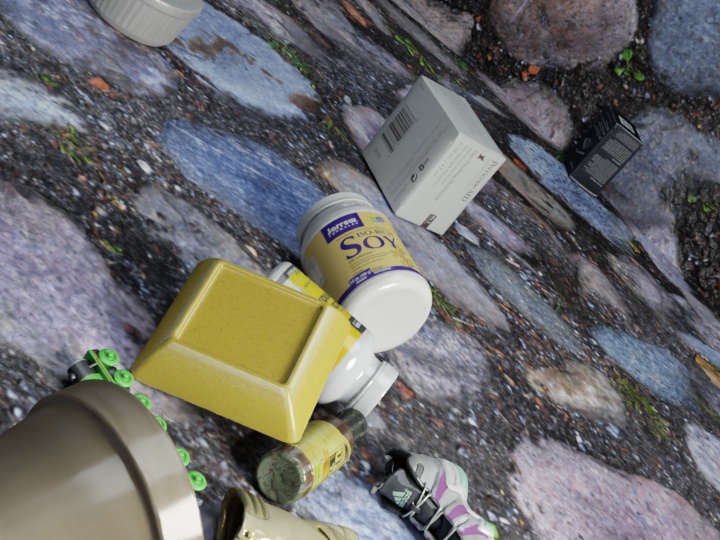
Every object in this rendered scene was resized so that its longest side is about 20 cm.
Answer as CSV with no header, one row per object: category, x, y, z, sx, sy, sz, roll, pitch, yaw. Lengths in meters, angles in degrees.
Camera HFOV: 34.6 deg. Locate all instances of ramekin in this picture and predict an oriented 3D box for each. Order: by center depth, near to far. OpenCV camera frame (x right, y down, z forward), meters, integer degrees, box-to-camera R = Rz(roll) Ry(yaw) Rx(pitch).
ramekin,-0.374,-0.467,1.961,0.201,0.094,0.203,33,24,-17

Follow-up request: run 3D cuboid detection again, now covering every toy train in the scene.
toy train,-0.223,0.157,1.134,0.056,0.042,0.200,-14,57,-50

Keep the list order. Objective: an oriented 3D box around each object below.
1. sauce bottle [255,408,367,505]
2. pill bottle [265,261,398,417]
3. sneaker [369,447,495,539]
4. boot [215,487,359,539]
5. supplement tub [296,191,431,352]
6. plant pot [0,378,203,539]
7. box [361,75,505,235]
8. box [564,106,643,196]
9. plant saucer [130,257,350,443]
sauce bottle,-0.046,0.200,1.296,0.065,0.065,0.200,44,24,10
pill bottle,-0.053,0.092,1.421,0.200,0.112,0.112,40,23,0
sneaker,0.072,0.279,1.336,0.139,0.078,0.200,27,17,-26
boot,-0.061,0.296,1.086,0.155,0.073,0.201,29,23,-26
supplement tub,0.000,0.000,1.629,0.145,0.146,0.201,18,32,-43
plant pot,-0.245,0.200,0.862,0.173,0.201,0.200,-16,58,-44
box,0.133,-0.215,2.156,0.130,0.199,0.201,20,30,-38
box,0.675,-0.331,3.219,0.104,0.200,0.148,35,24,-12
plant saucer,-0.124,0.071,1.280,0.198,0.049,0.201,22,44,4
